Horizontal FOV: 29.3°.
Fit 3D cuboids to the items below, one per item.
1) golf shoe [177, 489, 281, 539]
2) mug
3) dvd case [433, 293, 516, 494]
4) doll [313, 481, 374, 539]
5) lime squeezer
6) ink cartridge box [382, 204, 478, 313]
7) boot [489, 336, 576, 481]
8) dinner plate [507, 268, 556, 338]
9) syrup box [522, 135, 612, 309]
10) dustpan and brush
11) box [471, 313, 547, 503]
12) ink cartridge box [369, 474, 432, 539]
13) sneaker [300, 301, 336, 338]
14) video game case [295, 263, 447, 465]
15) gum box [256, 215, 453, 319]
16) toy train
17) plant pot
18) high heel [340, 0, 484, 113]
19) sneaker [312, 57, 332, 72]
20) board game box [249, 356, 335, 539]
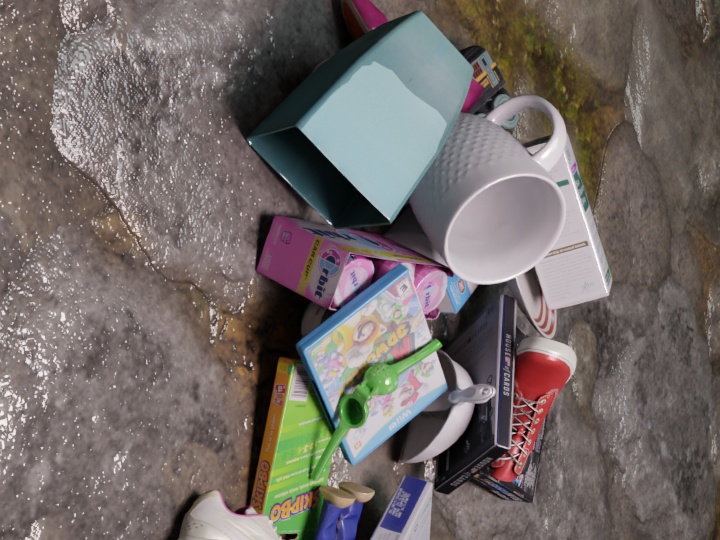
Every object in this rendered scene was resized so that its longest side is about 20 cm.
[{"bbox_3d":[-0.094,0.288,1.382,0.200,0.075,0.092,32,50,-27],"label":"golf shoe"},{"bbox_3d":[0.144,-0.112,1.539,0.200,0.175,0.148,-44,133,12],"label":"mug"},{"bbox_3d":[0.135,0.146,1.622,0.025,0.150,0.200,19,55,-17],"label":"dvd case"},{"bbox_3d":[-0.038,0.332,1.480,0.136,0.048,0.200,1,101,-58],"label":"doll"},{"bbox_3d":[0.007,0.136,1.447,0.200,0.038,0.071,-48,171,-7],"label":"lime squeezer"},{"bbox_3d":[0.119,-0.051,1.697,0.200,0.068,0.115,-48,127,-41],"label":"ink cartridge box"},{"bbox_3d":[0.194,0.169,1.607,0.200,0.072,0.144,95,15,-65],"label":"boot"},{"bbox_3d":[0.200,-0.011,1.690,0.200,0.024,0.200,-14,90,-71],"label":"dinner plate"},{"bbox_3d":[0.242,-0.062,1.690,0.079,0.081,0.200,-46,119,-72],"label":"syrup box"},{"bbox_3d":[0.101,0.150,1.574,0.057,0.200,0.140,25,69,-33],"label":"dustpan and brush"},{"bbox_3d":[0.185,0.180,1.765,0.198,0.050,0.200,36,61,-56],"label":"box"},{"bbox_3d":[0.029,0.366,1.551,0.200,0.041,0.200,-57,154,-43],"label":"ink cartridge box"},{"bbox_3d":[0.013,0.112,1.537,0.200,0.091,0.078,55,50,-35],"label":"sneaker"},{"bbox_3d":[0.017,0.103,1.464,0.143,0.018,0.200,-38,137,-18],"label":"video game case"},{"bbox_3d":[0.000,0.000,1.495,0.200,0.113,0.066,8,104,-51],"label":"gum box"},{"bbox_3d":[0.115,-0.193,1.696,0.200,0.085,0.114,-44,109,-40],"label":"toy train"},{"bbox_3d":[0.013,-0.165,1.439,0.141,0.141,0.200,45,71,-18],"label":"plant pot"},{"bbox_3d":[0.058,-0.258,1.592,0.096,0.067,0.200,-37,109,-12],"label":"high heel"},{"bbox_3d":[0.013,-0.154,1.566,0.088,0.080,0.200,-40,118,-54],"label":"sneaker"},{"bbox_3d":[-0.067,0.195,1.463,0.096,0.030,0.200,12,87,-51],"label":"board game box"}]
